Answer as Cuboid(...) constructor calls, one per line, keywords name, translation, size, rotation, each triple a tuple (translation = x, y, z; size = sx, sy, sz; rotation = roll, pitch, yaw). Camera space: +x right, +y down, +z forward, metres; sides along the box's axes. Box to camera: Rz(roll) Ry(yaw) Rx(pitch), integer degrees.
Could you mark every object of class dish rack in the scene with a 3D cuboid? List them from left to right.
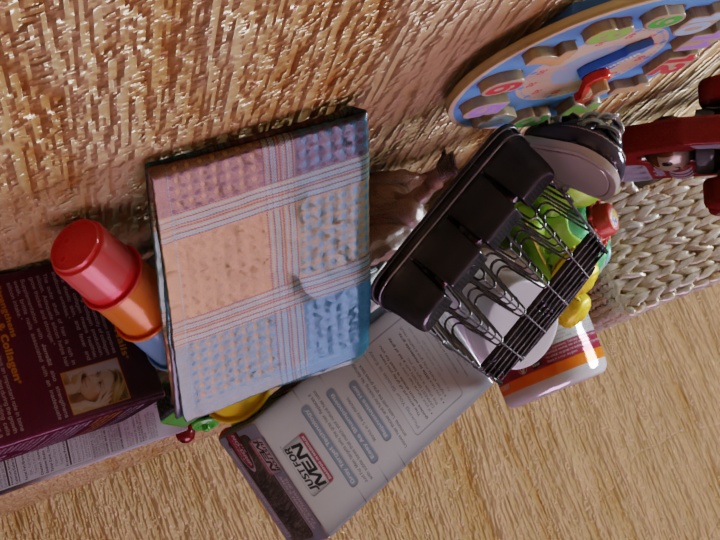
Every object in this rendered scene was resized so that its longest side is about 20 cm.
Cuboid(name="dish rack", translation=(0.104, 0.000, 1.004), size=(0.154, 0.054, 0.200), rotation=(-49, 150, 3))

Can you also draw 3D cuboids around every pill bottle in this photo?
Cuboid(name="pill bottle", translation=(0.087, 0.023, 1.237), size=(0.108, 0.111, 0.199), rotation=(-17, -159, -24))
Cuboid(name="pill bottle", translation=(0.159, 0.023, 1.369), size=(0.108, 0.203, 0.110), rotation=(-21, 172, -3))

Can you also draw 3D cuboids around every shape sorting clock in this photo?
Cuboid(name="shape sorting clock", translation=(0.150, -0.134, 0.905), size=(0.197, 0.040, 0.200), rotation=(-22, 172, -3))

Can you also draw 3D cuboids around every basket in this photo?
Cuboid(name="basket", translation=(0.307, -0.045, 1.471), size=(0.196, 0.163, 0.200), rotation=(-21, 174, -6))

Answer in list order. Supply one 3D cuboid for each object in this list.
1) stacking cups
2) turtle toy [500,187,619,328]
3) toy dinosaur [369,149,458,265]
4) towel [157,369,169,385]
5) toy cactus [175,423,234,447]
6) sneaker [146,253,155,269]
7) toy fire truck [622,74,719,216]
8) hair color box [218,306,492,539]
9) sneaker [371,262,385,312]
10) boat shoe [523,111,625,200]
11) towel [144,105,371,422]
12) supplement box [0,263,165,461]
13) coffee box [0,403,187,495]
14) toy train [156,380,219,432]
Cuboid(name="stacking cups", translation=(-0.126, 0.032, 0.914), size=(0.060, 0.061, 0.200), rotation=(-23, 142, 13))
Cuboid(name="turtle toy", translation=(0.172, -0.048, 1.230), size=(0.101, 0.146, 0.201), rotation=(-42, 161, -14))
Cuboid(name="toy dinosaur", translation=(0.008, -0.038, 1.032), size=(0.133, 0.087, 0.200), rotation=(-11, -171, 2))
Cuboid(name="towel", translation=(-0.147, 0.052, 1.177), size=(0.189, 0.033, 0.200), rotation=(-23, -170, 2))
Cuboid(name="toy cactus", translation=(-0.105, 0.072, 1.299), size=(0.200, 0.101, 0.166), rotation=(-49, -166, 47))
Cuboid(name="sneaker", translation=(-0.106, -0.018, 0.954), size=(0.199, 0.076, 0.099), rotation=(-25, 149, 36))
Cuboid(name="toy fire truck", translation=(0.292, -0.108, 1.260), size=(0.165, 0.114, 0.200), rotation=(-4, 176, 17))
Cuboid(name="hair color box", translation=(0.000, 0.104, 1.037), size=(0.199, 0.100, 0.060), rotation=(-37, -175, -37))
Cuboid(name="sneaker", translation=(0.000, 0.000, 1.135), size=(0.199, 0.074, 0.089), rotation=(-17, 143, -54))
Cuboid(name="boat shoe", translation=(0.158, -0.097, 1.015), size=(0.063, 0.072, 0.200), rotation=(-55, -175, 1))
Cuboid(name="towel", translation=(-0.060, -0.002, 0.877), size=(0.145, 0.022, 0.202), rotation=(-17, 132, -19))
Cuboid(name="supplement box", translation=(-0.246, 0.069, 0.929), size=(0.198, 0.112, 0.085), rotation=(-16, 171, -35))
Cuboid(name="coffee box", translation=(-0.275, 0.133, 1.270), size=(0.198, 0.081, 0.114), rotation=(-16, -170, -32))
Cuboid(name="toy train", translation=(-0.082, 0.065, 1.044), size=(0.056, 0.042, 0.199), rotation=(16, 138, -43))
